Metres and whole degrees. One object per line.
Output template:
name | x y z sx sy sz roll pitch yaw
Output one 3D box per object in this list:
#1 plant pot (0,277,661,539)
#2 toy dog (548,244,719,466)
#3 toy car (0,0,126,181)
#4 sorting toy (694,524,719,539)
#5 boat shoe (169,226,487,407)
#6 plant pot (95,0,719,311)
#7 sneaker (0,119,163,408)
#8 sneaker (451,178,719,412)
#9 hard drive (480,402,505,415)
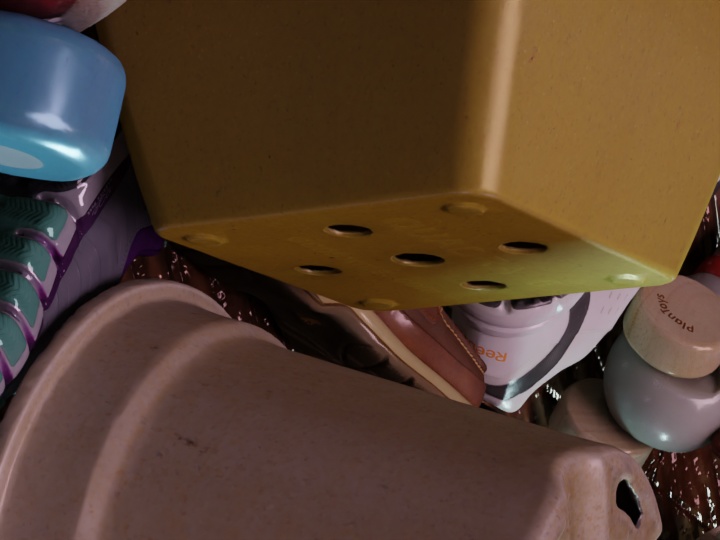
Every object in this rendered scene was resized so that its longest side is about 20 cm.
plant pot | -0.005 0.113 0.938 0.200 0.183 0.201 -25 118 -58
toy dog | 0.179 0.038 1.307 0.200 0.096 0.132 -42 166 -30
toy car | -0.162 -0.138 0.778 0.200 0.177 0.185 21 75 -41
sorting toy | 0.157 0.184 1.302 0.180 0.107 0.200 -30 169 -13
boat shoe | -0.001 0.000 1.098 0.200 0.072 0.068 43 70 -47
plant pot | 0.023 -0.088 0.957 0.200 0.199 0.177 21 68 -53
sneaker | -0.126 0.030 0.949 0.200 0.074 0.088 -54 143 -26
sneaker | 0.098 -0.013 1.233 0.200 0.074 0.080 -38 147 -39
hard drive | 0.064 0.166 1.183 0.033 0.139 0.201 -10 111 -31
